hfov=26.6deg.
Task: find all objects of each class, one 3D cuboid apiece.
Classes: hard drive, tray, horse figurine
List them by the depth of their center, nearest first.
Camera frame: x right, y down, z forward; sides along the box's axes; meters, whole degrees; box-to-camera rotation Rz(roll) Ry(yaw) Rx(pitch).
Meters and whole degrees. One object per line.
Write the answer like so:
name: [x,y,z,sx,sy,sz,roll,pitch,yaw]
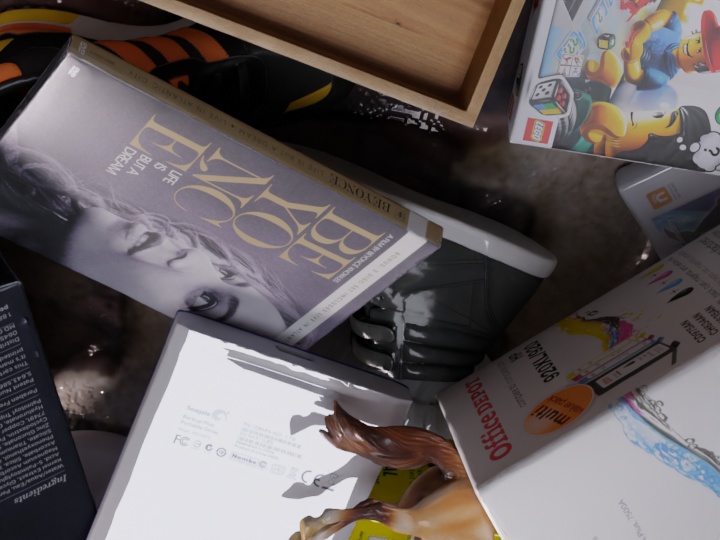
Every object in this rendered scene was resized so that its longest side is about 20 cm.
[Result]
tray: [-0.022,-0.149,0.711,0.200,0.037,0.099,20,102,-12]
horse figurine: [0.027,0.157,0.815,0.132,0.050,0.200,-14,121,-19]
hard drive: [-0.072,0.131,0.823,0.132,0.025,0.200,19,108,-14]

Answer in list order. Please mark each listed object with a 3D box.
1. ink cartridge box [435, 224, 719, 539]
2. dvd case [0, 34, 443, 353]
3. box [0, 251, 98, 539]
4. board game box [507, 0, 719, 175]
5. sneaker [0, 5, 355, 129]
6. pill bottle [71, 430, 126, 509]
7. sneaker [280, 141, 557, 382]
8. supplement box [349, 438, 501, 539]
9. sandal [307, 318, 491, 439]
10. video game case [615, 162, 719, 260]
ink cartridge box: [0.164,0.091,0.769,0.200,0.147,0.145,-31,104,4]
dvd case: [-0.083,-0.024,0.740,0.200,0.016,0.149,26,140,-23]
box: [-0.229,0.064,0.821,0.104,0.148,0.200,-24,130,-19]
board game box: [0.151,-0.144,0.721,0.126,0.035,0.200,8,123,-3]
sneaker: [-0.099,-0.084,0.752,0.200,0.090,0.070,0,129,2]
pill bottle: [-0.181,0.207,0.973,0.112,0.113,0.200,10,129,-7]
sneaker: [0.000,0.000,0.813,0.200,0.071,0.099,21,102,-19]
supplement box: [0.043,0.151,0.924,0.200,0.109,0.110,9,128,-6]
sandal: [-0.014,0.049,0.879,0.202,0.083,0.050,27,167,-21]
video game case: [0.265,-0.018,0.838,0.182,0.023,0.200,-25,124,20]
